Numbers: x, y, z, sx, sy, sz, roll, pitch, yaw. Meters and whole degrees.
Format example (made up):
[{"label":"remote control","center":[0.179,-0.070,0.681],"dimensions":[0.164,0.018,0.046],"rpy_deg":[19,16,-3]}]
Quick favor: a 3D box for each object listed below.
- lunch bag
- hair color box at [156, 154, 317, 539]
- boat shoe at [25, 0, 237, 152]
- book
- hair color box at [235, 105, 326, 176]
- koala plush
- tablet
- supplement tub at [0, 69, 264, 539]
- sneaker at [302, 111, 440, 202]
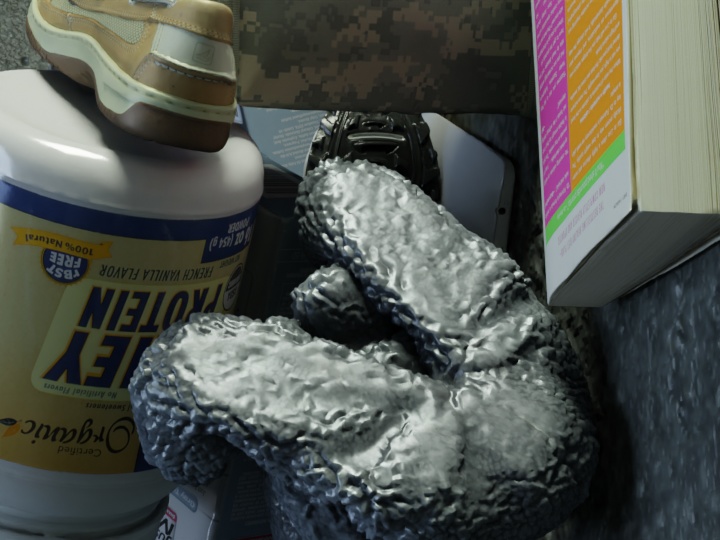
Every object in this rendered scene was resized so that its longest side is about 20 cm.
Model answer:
[{"label":"lunch bag","center":[0.003,-0.179,0.856],"dimensions":[0.118,0.163,0.202],"rpy_deg":[-137,50,-69]},{"label":"hair color box","center":[-0.067,0.050,0.930],"dimensions":[0.099,0.060,0.201],"rpy_deg":[31,114,43]},{"label":"boat shoe","center":[-0.095,-0.116,0.815],"dimensions":[0.200,0.071,0.077],"rpy_deg":[38,116,56]},{"label":"book","center":[0.100,-0.099,0.728],"dimensions":[0.134,0.048,0.202],"rpy_deg":[132,139,-70]},{"label":"hair color box","center":[-0.040,-0.068,1.058],"dimensions":[0.099,0.060,0.202],"rpy_deg":[-150,45,-76]},{"label":"koala plush","center":[0.008,0.093,0.829],"dimensions":[0.177,0.183,0.201],"rpy_deg":[-47,-19,-34]},{"label":"tablet","center":[0.040,-0.016,0.988],"dimensions":[0.200,0.014,0.131],"rpy_deg":[-134,48,-68]},{"label":"supplement tub","center":[-0.132,0.022,0.837],"dimensions":[0.145,0.143,0.201],"rpy_deg":[-122,43,-63]},{"label":"sneaker","center":[0.000,0.000,0.978],"dimensions":[0.079,0.073,0.202],"rpy_deg":[160,111,-79]}]
